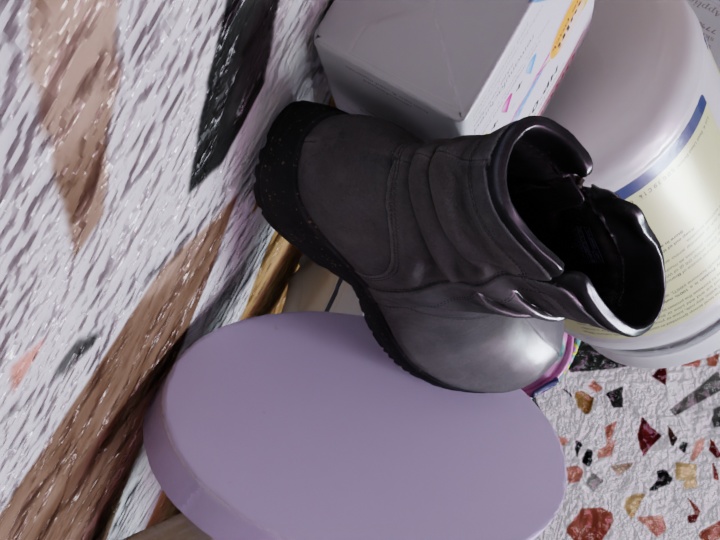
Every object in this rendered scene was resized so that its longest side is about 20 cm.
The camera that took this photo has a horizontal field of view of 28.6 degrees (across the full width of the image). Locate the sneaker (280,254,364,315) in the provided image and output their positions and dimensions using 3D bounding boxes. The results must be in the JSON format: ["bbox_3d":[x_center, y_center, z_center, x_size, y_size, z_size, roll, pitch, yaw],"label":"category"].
[{"bbox_3d":[0.000,0.000,0.752,0.201,0.070,0.073,-58,139,-23],"label":"sneaker"}]

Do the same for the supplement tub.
[{"bbox_3d":[0.133,-0.048,0.747,0.146,0.144,0.200,-60,140,-17],"label":"supplement tub"}]

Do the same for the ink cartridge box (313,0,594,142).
[{"bbox_3d":[0.047,-0.093,0.598,0.116,0.067,0.200,-59,169,-7],"label":"ink cartridge box"}]

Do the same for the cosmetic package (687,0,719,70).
[{"bbox_3d":[0.140,-0.111,0.971,0.201,0.166,0.167,-62,177,-36],"label":"cosmetic package"}]

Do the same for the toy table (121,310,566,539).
[{"bbox_3d":[-0.018,0.102,0.612,0.117,0.198,0.185,-54,-145,36],"label":"toy table"}]

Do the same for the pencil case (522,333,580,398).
[{"bbox_3d":[0.096,0.051,0.938,0.088,0.087,0.200,-61,176,-9],"label":"pencil case"}]

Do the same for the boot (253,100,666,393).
[{"bbox_3d":[0.059,0.007,0.536,0.200,0.131,0.070,34,73,-47],"label":"boot"}]
